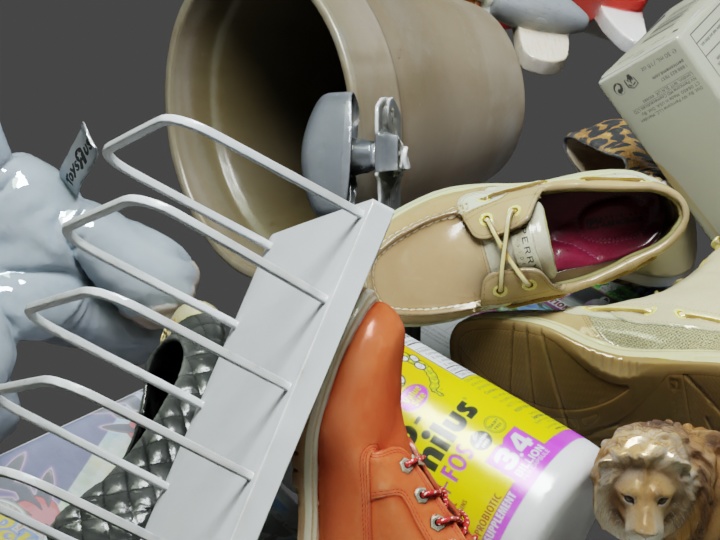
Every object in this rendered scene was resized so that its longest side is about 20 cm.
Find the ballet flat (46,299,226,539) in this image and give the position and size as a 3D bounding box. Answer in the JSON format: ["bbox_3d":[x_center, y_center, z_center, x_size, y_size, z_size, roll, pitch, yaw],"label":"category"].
[{"bbox_3d":[-0.114,0.081,1.390,0.057,0.067,0.201,27,41,-9],"label":"ballet flat"}]

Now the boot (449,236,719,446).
[{"bbox_3d":[0.166,0.032,1.464,0.199,0.073,0.155,5,29,30],"label":"boot"}]

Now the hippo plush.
[{"bbox_3d":[-0.191,0.031,1.459,0.158,0.200,0.161,25,61,6],"label":"hippo plush"}]

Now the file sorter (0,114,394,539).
[{"bbox_3d":[-0.096,0.040,1.260,0.124,0.139,0.201,29,73,-18],"label":"file sorter"}]

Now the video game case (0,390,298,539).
[{"bbox_3d":[-0.127,0.149,1.393,0.181,0.023,0.200,-25,42,-26],"label":"video game case"}]

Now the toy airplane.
[{"bbox_3d":[0.111,-0.213,1.771,0.199,0.142,0.199,29,47,36],"label":"toy airplane"}]

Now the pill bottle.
[{"bbox_3d":[0.024,0.094,1.373,0.199,0.105,0.104,29,46,20],"label":"pill bottle"}]

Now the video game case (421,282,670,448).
[{"bbox_3d":[0.111,0.052,1.520,0.182,0.023,0.199,-31,44,-32],"label":"video game case"}]

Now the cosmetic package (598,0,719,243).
[{"bbox_3d":[0.240,-0.066,1.525,0.071,0.201,0.105,-28,10,46],"label":"cosmetic package"}]

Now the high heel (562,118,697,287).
[{"bbox_3d":[0.145,-0.042,1.586,0.142,0.072,0.200,13,25,34],"label":"high heel"}]

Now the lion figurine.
[{"bbox_3d":[0.212,0.115,1.345,0.199,0.123,0.073,-13,38,-14],"label":"lion figurine"}]

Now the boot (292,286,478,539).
[{"bbox_3d":[0.018,0.110,1.289,0.106,0.202,0.075,8,9,13],"label":"boot"}]

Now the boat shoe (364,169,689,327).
[{"bbox_3d":[0.088,-0.017,1.428,0.199,0.075,0.066,-18,5,-18],"label":"boat shoe"}]

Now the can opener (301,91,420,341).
[{"bbox_3d":[0.000,0.000,1.468,0.066,0.202,0.053,1,-3,12],"label":"can opener"}]

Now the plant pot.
[{"bbox_3d":[0.002,-0.104,1.616,0.173,0.201,0.200,-11,35,-38],"label":"plant pot"}]
